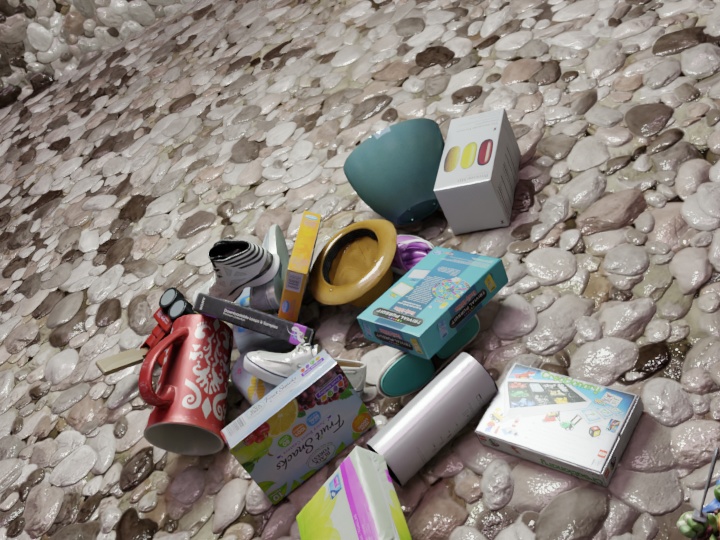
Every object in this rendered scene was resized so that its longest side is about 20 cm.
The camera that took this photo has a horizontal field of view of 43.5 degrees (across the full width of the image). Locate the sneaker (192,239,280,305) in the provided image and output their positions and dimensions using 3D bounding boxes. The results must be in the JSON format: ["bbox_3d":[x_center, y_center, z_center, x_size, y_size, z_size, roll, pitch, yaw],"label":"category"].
[{"bbox_3d":[-0.250,-0.001,1.609,0.198,0.115,0.077,-29,46,26],"label":"sneaker"}]

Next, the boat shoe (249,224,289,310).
[{"bbox_3d":[-0.178,-0.007,1.683,0.070,0.071,0.203,-14,43,13],"label":"boat shoe"}]

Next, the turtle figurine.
[{"bbox_3d":[0.408,0.292,0.929,0.200,0.141,0.198,129,147,-55],"label":"turtle figurine"}]

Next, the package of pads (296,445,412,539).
[{"bbox_3d":[-0.009,0.358,1.176,0.155,0.067,0.201,-52,32,21],"label":"package of pads"}]

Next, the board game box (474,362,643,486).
[{"bbox_3d":[0.269,0.204,1.231,0.197,0.035,0.127,12,55,42],"label":"board game box"}]

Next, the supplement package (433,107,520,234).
[{"bbox_3d":[0.215,-0.180,1.633,0.112,0.110,0.202,-9,42,26],"label":"supplement package"}]

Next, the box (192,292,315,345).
[{"bbox_3d":[-0.173,0.084,1.510,0.196,0.143,0.037,17,85,0],"label":"box"}]

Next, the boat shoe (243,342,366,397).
[{"bbox_3d":[-0.084,0.147,1.423,0.196,0.071,0.071,15,16,-1],"label":"boat shoe"}]

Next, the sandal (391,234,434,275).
[{"bbox_3d":[0.098,-0.026,1.590,0.082,0.050,0.202,-40,38,-12],"label":"sandal"}]

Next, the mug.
[{"bbox_3d":[-0.277,0.176,1.486,0.130,0.179,0.204,3,57,3],"label":"mug"}]

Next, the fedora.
[{"bbox_3d":[0.000,0.000,1.594,0.198,0.082,0.203,-25,36,20],"label":"fedora"}]

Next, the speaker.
[{"bbox_3d":[0.103,0.213,1.296,0.199,0.082,0.081,-42,39,-12],"label":"speaker"}]

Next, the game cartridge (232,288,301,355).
[{"bbox_3d":[-0.173,0.077,1.673,0.131,0.041,0.202,-25,38,15],"label":"game cartridge"}]

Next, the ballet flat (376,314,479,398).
[{"bbox_3d":[0.101,0.129,1.415,0.199,0.070,0.069,-36,38,-14],"label":"ballet flat"}]

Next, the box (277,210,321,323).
[{"bbox_3d":[-0.107,-0.014,1.627,0.041,0.121,0.202,12,38,-4],"label":"box"}]

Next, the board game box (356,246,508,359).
[{"bbox_3d":[0.114,0.046,1.419,0.199,0.048,0.150,-40,31,-26],"label":"board game box"}]

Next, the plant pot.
[{"bbox_3d":[0.083,-0.166,1.669,0.197,0.200,0.137,-26,72,6],"label":"plant pot"}]

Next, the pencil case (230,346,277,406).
[{"bbox_3d":[-0.137,0.205,1.466,0.084,0.090,0.199,-57,38,4],"label":"pencil case"}]

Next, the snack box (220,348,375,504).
[{"bbox_3d":[-0.091,0.235,1.352,0.199,0.143,0.053,-37,37,-8],"label":"snack box"}]

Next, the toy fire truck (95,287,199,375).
[{"bbox_3d":[-0.369,0.148,1.670,0.201,0.129,0.176,-49,40,-4],"label":"toy fire truck"}]
